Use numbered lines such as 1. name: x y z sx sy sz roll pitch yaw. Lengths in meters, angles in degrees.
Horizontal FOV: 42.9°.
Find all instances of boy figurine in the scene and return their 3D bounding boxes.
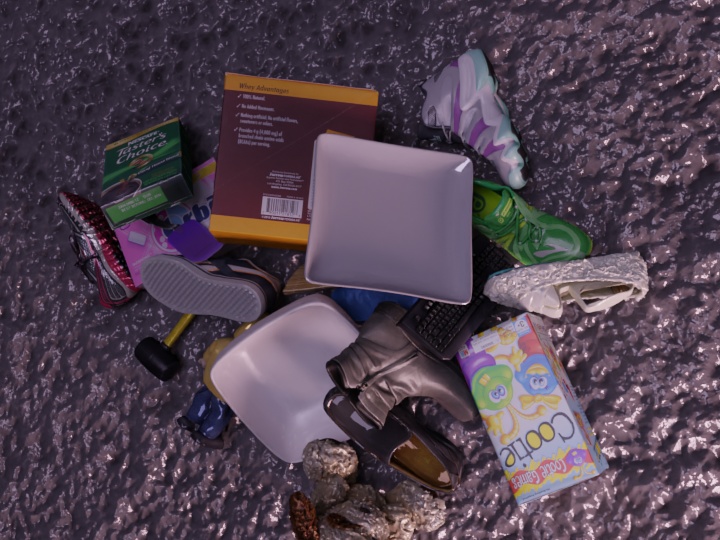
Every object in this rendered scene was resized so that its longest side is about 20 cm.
1. boy figurine: -0.180 0.142 1.269 0.124 0.064 0.200 31 92 40

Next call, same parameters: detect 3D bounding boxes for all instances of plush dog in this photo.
1. plush dog: -0.012 0.321 1.119 0.200 0.172 0.161 27 103 5

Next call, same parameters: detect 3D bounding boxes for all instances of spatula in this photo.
1. spatula: -0.279 -0.068 1.274 0.200 0.021 0.057 27 53 27

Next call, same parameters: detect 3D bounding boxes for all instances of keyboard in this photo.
1. keyboard: 0.107 0.014 1.122 0.127 0.200 0.021 37 138 9

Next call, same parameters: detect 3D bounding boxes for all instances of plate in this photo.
1. plate: 0.036 -0.059 1.097 0.199 0.032 0.201 8 66 -9

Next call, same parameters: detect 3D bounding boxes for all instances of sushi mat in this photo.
1. sushi mat: 0.000 0.000 1.208 0.199 0.096 0.012 -8 112 19

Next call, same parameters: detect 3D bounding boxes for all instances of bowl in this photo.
1. bowl: -0.070 0.131 1.190 0.200 0.075 0.200 -32 113 14

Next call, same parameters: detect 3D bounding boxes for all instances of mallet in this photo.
1. mallet: -0.241 0.072 1.318 0.200 0.041 0.066 -46 70 6

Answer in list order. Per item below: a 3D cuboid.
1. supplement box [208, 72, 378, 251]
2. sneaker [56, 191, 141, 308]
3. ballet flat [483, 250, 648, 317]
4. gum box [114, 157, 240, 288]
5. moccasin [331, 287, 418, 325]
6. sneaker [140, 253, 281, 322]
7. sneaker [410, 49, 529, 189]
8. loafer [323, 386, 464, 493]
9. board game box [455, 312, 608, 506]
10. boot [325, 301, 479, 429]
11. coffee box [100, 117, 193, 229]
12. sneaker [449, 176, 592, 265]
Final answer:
1. supplement box: -0.087 -0.133 1.196 0.197 0.133 0.201 6 85 -3
2. sneaker: -0.401 -0.036 1.365 0.075 0.081 0.200 -40 72 14
3. ballet flat: 0.249 0.021 1.091 0.199 0.072 0.072 -10 80 0
4. gum box: -0.257 -0.062 1.320 0.200 0.066 0.114 -28 76 16
5. moccasin: 0.061 0.041 1.190 0.200 0.068 0.081 9 89 25
6. sneaker: -0.203 0.020 1.258 0.200 0.079 0.079 16 115 21
7. sneaker: 0.130 -0.174 1.191 0.140 0.078 0.200 -24 67 18
8. loafer: 0.043 0.208 1.137 0.200 0.072 0.073 29 101 -2
9. board game box: 0.204 0.165 1.102 0.103 0.105 0.200 -27 74 16
10. boot: 0.050 0.147 1.121 0.200 0.068 0.131 47 61 -14
11. coffee box: -0.299 -0.140 1.281 0.123 0.044 0.200 -21 33 2
12. sneaker: 0.191 -0.057 1.145 0.200 0.084 0.074 28 93 20
